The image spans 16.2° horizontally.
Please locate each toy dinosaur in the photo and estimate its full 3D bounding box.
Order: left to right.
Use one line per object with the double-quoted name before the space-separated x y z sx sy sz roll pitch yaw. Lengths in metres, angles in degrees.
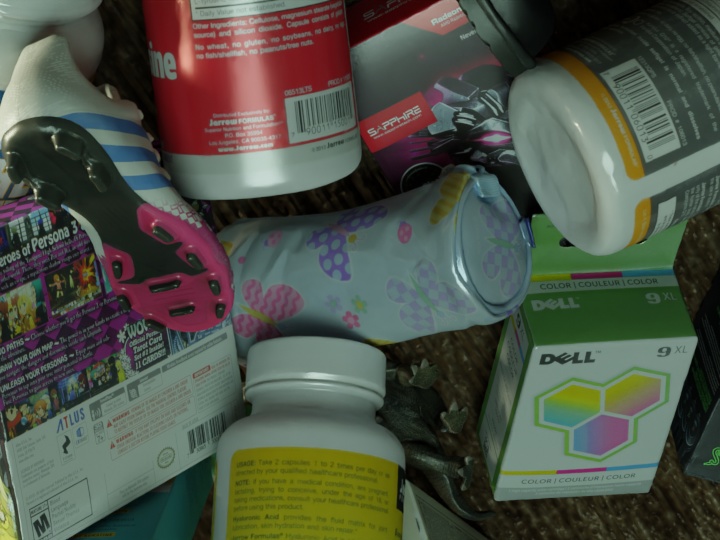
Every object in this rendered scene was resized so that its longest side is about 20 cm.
"toy dinosaur" 0.019 0.087 1.563 0.199 0.102 0.077 28 87 -35

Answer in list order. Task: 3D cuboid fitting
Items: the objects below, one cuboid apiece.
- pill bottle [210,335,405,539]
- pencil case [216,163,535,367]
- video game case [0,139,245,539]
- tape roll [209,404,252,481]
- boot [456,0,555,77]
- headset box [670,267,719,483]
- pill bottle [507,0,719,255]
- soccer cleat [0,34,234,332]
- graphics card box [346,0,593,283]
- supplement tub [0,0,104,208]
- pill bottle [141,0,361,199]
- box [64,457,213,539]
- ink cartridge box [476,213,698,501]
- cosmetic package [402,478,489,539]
"pill bottle" -0.030 0.144 1.432 0.110 0.202 0.111 2 165 1
"pencil case" 0.000 0.000 1.463 0.199 0.083 0.091 -13 99 34
"video game case" -0.146 0.040 1.395 0.036 0.200 0.183 3 110 36
"tape roll" -0.097 0.180 1.624 0.199 0.048 0.202 -2 121 -3
"boot" 0.099 -0.226 1.343 0.157 0.079 0.212 -23 94 10
"headset box" 0.299 0.052 1.552 0.173 0.093 0.201 15 119 -13
"pill bottle" 0.192 -0.097 1.413 0.199 0.116 0.117 -25 123 -17
"soccer cleat" -0.122 -0.046 1.340 0.069 0.087 0.200 -15 140 20
"graphics card box" 0.071 -0.083 1.479 0.125 0.051 0.201 -26 120 11
"supplement tub" -0.224 -0.099 1.390 0.144 0.145 0.201 15 119 -13
"pill bottle" -0.064 -0.147 1.374 0.111 0.112 0.202 -7 102 0
"box" -0.141 0.142 1.459 0.082 0.200 0.050 -4 108 6
"ink cartridge box" 0.139 0.053 1.523 0.103 0.060 0.201 -2 137 -13
"cosmetic package" 0.040 0.206 1.561 0.073 0.104 0.200 -21 157 10
